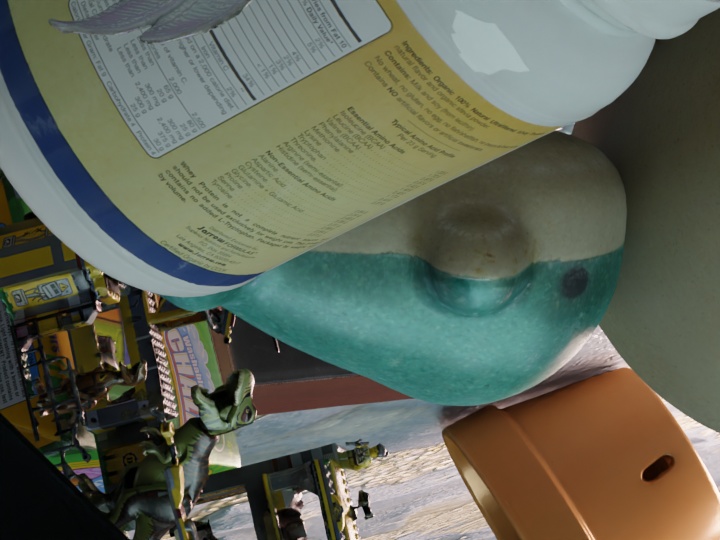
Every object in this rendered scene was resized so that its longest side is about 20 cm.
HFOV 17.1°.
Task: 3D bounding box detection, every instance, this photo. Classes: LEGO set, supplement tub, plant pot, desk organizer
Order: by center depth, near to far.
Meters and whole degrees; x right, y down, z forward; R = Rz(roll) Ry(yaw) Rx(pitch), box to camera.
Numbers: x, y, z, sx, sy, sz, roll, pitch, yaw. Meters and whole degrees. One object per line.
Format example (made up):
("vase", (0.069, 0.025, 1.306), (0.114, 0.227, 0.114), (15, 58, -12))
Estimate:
("supplement tub", (-0.003, -0.090, 0.690), (0.199, 0.145, 0.144), (-25, 162, 30))
("plant pot", (0.191, -0.053, 0.856), (0.186, 0.188, 0.200), (-11, 162, -18))
("LEGO set", (-0.055, 0.058, 0.908), (0.115, 0.201, 0.154), (-14, 160, 6))
("desk organizer", (-0.011, 0.031, 1.249), (0.199, 0.072, 0.077), (-3, 163, -39))
("plant pot", (0.167, 0.163, 1.706), (0.140, 0.201, 0.200), (-31, 166, -5))

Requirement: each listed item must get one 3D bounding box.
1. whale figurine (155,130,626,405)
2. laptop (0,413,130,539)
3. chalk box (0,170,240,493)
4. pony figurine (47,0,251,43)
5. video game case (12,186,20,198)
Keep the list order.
("whale figurine", (0.000, 0.000, 0.850), (0.199, 0.104, 0.159), (-7, -162, -35))
("laptop", (-0.147, 0.036, 0.834), (0.115, 0.201, 0.187), (16, 150, -29))
("chalk box", (-0.140, 0.047, 1.075), (0.124, 0.125, 0.200), (-22, 165, 21))
("pony figurine", (-0.029, -0.138, 0.494), (0.194, 0.166, 0.200), (-62, 157, -1))
("video game case", (-0.009, -0.082, 0.904), (0.181, 0.046, 0.200), (1, 158, -44))
